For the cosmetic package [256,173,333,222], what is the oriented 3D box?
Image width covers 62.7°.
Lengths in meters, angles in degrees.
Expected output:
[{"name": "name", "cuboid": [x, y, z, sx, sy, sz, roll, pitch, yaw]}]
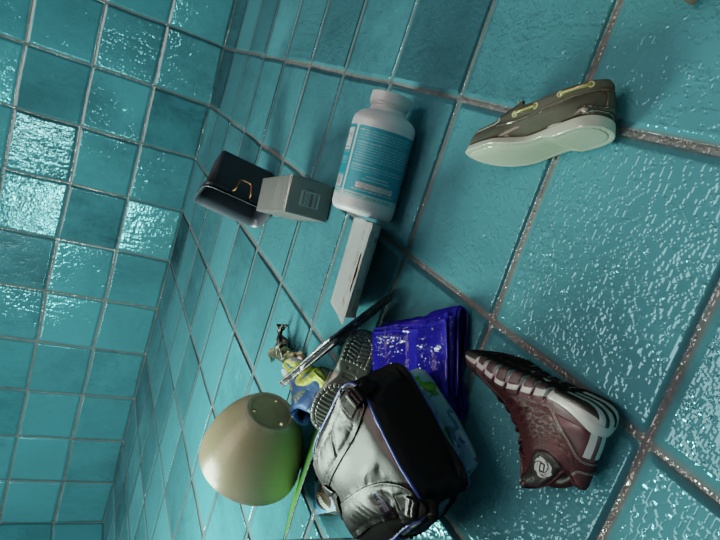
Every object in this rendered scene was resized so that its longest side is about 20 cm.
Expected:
[{"name": "cosmetic package", "cuboid": [-0.151, -0.160, 1.321, 0.199, 0.105, 0.092, 18, 96, 61]}]

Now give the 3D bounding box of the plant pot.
[{"name": "plant pot", "cuboid": [-0.188, 0.309, 1.101, 0.136, 0.197, 0.201, -64, 31, 28]}]

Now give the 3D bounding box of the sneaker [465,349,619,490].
[{"name": "sneaker", "cuboid": [0.169, 0.162, 0.625, 0.199, 0.074, 0.118, 25, 104, 61]}]

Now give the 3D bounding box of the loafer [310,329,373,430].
[{"name": "loafer", "cuboid": [-0.018, 0.184, 0.981, 0.202, 0.074, 0.070, -62, -10, 17]}]

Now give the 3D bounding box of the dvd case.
[{"name": "dvd case", "cuboid": [-0.046, 0.120, 0.992, 0.016, 0.148, 0.200, 52, 138, 5]}]

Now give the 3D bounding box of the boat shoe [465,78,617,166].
[{"name": "boat shoe", "cuboid": [0.205, -0.167, 0.688, 0.200, 0.071, 0.062, -1, 76, 56]}]

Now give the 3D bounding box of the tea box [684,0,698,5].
[{"name": "tea box", "cuboid": [0.267, -0.383, 0.512, 0.133, 0.197, 0.201, -33, 52, 52]}]

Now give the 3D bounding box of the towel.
[{"name": "towel", "cuboid": [0.075, 0.135, 0.837, 0.199, 0.049, 0.151, -22, 60, 58]}]

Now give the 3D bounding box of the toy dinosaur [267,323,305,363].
[{"name": "toy dinosaur", "cuboid": [-0.175, 0.164, 1.308, 0.199, 0.047, 0.090, 168, 104, -64]}]

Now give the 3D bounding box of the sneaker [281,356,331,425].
[{"name": "sneaker", "cuboid": [-0.114, 0.225, 1.101, 0.199, 0.075, 0.106, -11, 45, 61]}]

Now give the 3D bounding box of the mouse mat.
[{"name": "mouse mat", "cuboid": [-0.100, 0.356, 1.058, 0.161, 0.007, 0.203, -83, 10, -76]}]

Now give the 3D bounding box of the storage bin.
[{"name": "storage bin", "cuboid": [-0.331, -0.231, 1.610, 0.145, 0.197, 0.137, -29, 45, 55]}]

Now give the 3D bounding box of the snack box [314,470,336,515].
[{"name": "snack box", "cuboid": [-0.018, 0.323, 0.951, 0.200, 0.037, 0.118, -40, 45, 50]}]

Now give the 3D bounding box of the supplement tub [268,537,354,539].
[{"name": "supplement tub", "cuboid": [-0.084, 0.458, 0.851, 0.132, 0.197, 0.135, -32, 52, 54]}]

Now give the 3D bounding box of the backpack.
[{"name": "backpack", "cuboid": [0.039, 0.236, 0.736, 0.184, 0.145, 0.201, 56, 139, 26]}]

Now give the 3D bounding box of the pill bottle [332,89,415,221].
[{"name": "pill bottle", "cuboid": [0.027, -0.192, 0.989, 0.111, 0.109, 0.204, 29, 105, 61]}]

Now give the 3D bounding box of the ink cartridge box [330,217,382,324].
[{"name": "ink cartridge box", "cuboid": [0.000, 0.000, 0.973, 0.200, 0.056, 0.166, -146, 72, -75]}]
